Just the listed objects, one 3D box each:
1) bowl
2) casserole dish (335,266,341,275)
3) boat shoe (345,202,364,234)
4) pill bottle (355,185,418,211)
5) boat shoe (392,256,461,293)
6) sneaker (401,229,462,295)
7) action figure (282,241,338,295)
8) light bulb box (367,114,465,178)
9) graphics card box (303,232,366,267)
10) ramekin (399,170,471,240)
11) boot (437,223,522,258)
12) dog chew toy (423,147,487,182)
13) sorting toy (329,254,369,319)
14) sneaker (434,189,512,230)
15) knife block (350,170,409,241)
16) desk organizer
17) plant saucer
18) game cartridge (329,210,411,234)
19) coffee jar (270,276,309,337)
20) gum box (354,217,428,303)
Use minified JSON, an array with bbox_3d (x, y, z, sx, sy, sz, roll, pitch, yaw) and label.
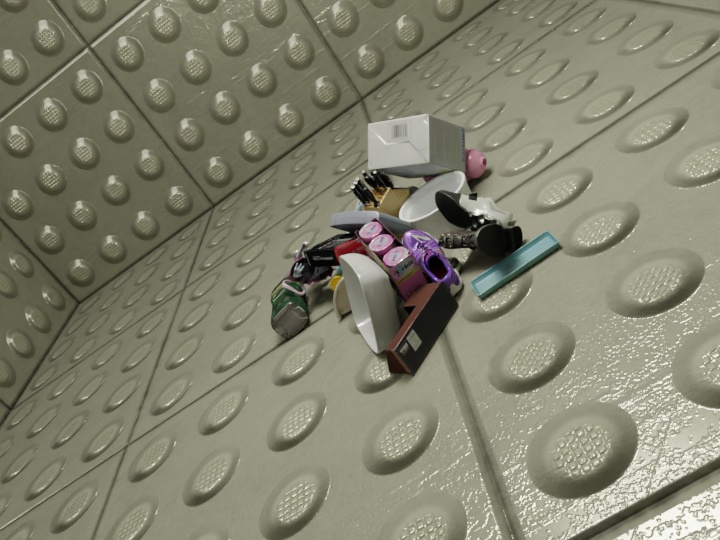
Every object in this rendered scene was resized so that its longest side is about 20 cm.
[{"bbox_3d":[0.025,0.063,1.536,0.073,0.203,0.200,-18,20,-9],"label":"bowl"},{"bbox_3d":[0.006,-0.026,1.914,0.198,0.039,0.122,-26,25,29],"label":"casserole dish"},{"bbox_3d":[0.016,-0.117,1.907,0.072,0.072,0.203,33,98,47],"label":"boat shoe"},{"bbox_3d":[0.087,-0.180,1.986,0.198,0.113,0.113,-12,33,47],"label":"pill bottle"},{"bbox_3d":[0.142,0.003,1.618,0.197,0.065,0.074,-20,26,35],"label":"boat shoe"},{"bbox_3d":[0.158,-0.031,1.540,0.080,0.084,0.201,-39,52,0],"label":"sneaker"},{"bbox_3d":[-0.140,0.012,1.949,0.151,0.133,0.200,-59,7,-7],"label":"action figure"},{"bbox_3d":[0.151,-0.323,1.829,0.195,0.128,0.198,0,0,36],"label":"light bulb box"},{"bbox_3d":[-0.050,-0.055,1.779,0.124,0.052,0.199,-28,14,-29],"label":"graphics card box"},{"bbox_3d":[0.207,-0.156,1.783,0.198,0.098,0.201,-32,23,15],"label":"ramekin"},{"bbox_3d":[0.241,-0.063,1.497,0.172,0.071,0.198,0,3,38],"label":"boot"},{"bbox_3d":[0.267,-0.294,1.936,0.197,0.126,0.125,-1,41,43],"label":"dog chew toy"},{"bbox_3d":[0.000,0.000,1.786,0.198,0.108,0.181,-32,21,14],"label":"sorting toy"},{"bbox_3d":[0.269,-0.144,1.633,0.198,0.075,0.088,32,54,25],"label":"sneaker"},{"bbox_3d":[0.051,-0.165,1.826,0.173,0.205,0.063,-12,16,-40],"label":"knife block"},{"bbox_3d":[0.116,0.118,1.435,0.076,0.072,0.201,-10,35,52],"label":"desk organizer"},{"bbox_3d":[0.322,-0.011,1.441,0.198,0.019,0.070,-36,23,8],"label":"plant saucer"},{"bbox_3d":[0.017,-0.120,1.751,0.198,0.132,0.042,2,77,50],"label":"game cartridge"},{"bbox_3d":[-0.199,0.097,1.918,0.104,0.085,0.201,-45,21,12],"label":"coffee jar"},{"bbox_3d":[0.069,-0.027,1.567,0.066,0.114,0.200,-35,37,-4],"label":"gum box"}]
